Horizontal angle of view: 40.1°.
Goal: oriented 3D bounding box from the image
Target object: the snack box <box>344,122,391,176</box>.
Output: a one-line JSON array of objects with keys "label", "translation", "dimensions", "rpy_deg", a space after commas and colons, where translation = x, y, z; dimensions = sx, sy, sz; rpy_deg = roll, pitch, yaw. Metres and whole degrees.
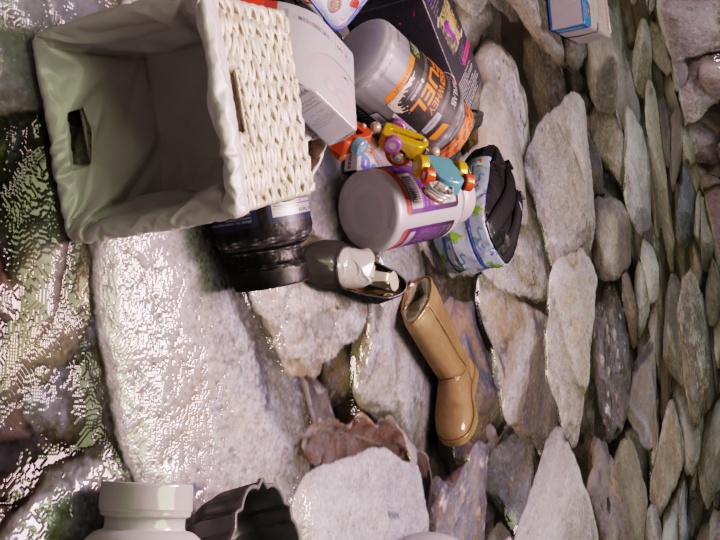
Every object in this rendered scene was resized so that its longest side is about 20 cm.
[{"label": "snack box", "translation": [0.039, -0.142, 1.439], "dimensions": [0.200, 0.024, 0.072], "rpy_deg": [29, 63, -54]}]

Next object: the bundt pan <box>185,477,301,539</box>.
[{"label": "bundt pan", "translation": [-0.124, 0.317, 1.000], "dimensions": [0.202, 0.075, 0.203], "rpy_deg": [-10, 90, -73]}]

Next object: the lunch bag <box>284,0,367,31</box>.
[{"label": "lunch bag", "translation": [-0.051, -0.414, 1.230], "dimensions": [0.161, 0.075, 0.200], "rpy_deg": [-51, 134, -11]}]

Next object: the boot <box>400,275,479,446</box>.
[{"label": "boot", "translation": [0.113, 0.138, 1.480], "dimensions": [0.176, 0.066, 0.201], "rpy_deg": [-80, 149, -48]}]

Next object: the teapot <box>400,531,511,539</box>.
[{"label": "teapot", "translation": [0.123, 0.457, 1.351], "dimensions": [0.197, 0.145, 0.202], "rpy_deg": [31, 60, -53]}]

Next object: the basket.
[{"label": "basket", "translation": [-0.170, -0.140, 0.925], "dimensions": [0.161, 0.199, 0.200], "rpy_deg": [-19, 101, -65]}]

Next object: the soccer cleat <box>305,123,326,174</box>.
[{"label": "soccer cleat", "translation": [-0.071, -0.172, 1.206], "dimensions": [0.069, 0.077, 0.201], "rpy_deg": [42, 49, -48]}]

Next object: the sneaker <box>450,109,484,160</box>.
[{"label": "sneaker", "translation": [0.136, -0.218, 1.589], "dimensions": [0.200, 0.075, 0.080], "rpy_deg": [-25, 119, -51]}]

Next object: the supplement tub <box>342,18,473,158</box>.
[{"label": "supplement tub", "translation": [0.059, -0.241, 1.358], "dimensions": [0.200, 0.122, 0.123], "rpy_deg": [33, 56, -36]}]

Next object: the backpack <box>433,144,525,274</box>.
[{"label": "backpack", "translation": [0.195, -0.081, 1.598], "dimensions": [0.201, 0.153, 0.164], "rpy_deg": [-91, 160, -55]}]

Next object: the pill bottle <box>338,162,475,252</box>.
[{"label": "pill bottle", "translation": [0.072, -0.093, 1.370], "dimensions": [0.199, 0.111, 0.112], "rpy_deg": [-13, 96, -49]}]

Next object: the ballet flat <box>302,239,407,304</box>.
[{"label": "ballet flat", "translation": [0.000, 0.000, 1.302], "dimensions": [0.200, 0.068, 0.069], "rpy_deg": [18, 73, -57]}]

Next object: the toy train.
[{"label": "toy train", "translation": [0.044, -0.132, 1.249], "dimensions": [0.150, 0.199, 0.056], "rpy_deg": [-29, 148, -51]}]

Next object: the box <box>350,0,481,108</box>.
[{"label": "box", "translation": [0.084, -0.325, 1.452], "dimensions": [0.201, 0.122, 0.106], "rpy_deg": [62, 34, -32]}]

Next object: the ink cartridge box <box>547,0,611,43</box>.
[{"label": "ink cartridge box", "translation": [0.494, -0.605, 2.238], "dimensions": [0.200, 0.084, 0.147], "rpy_deg": [-3, 86, -60]}]

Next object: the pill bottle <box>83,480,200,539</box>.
[{"label": "pill bottle", "translation": [-0.196, 0.291, 0.874], "dimensions": [0.113, 0.112, 0.202], "rpy_deg": [21, 67, -56]}]

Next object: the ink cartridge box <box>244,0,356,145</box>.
[{"label": "ink cartridge box", "translation": [-0.082, -0.264, 1.159], "dimensions": [0.200, 0.057, 0.163], "rpy_deg": [46, 29, -37]}]

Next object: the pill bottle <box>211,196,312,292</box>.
[{"label": "pill bottle", "translation": [-0.114, -0.082, 1.085], "dimensions": [0.112, 0.111, 0.202], "rpy_deg": [-17, 100, -59]}]
